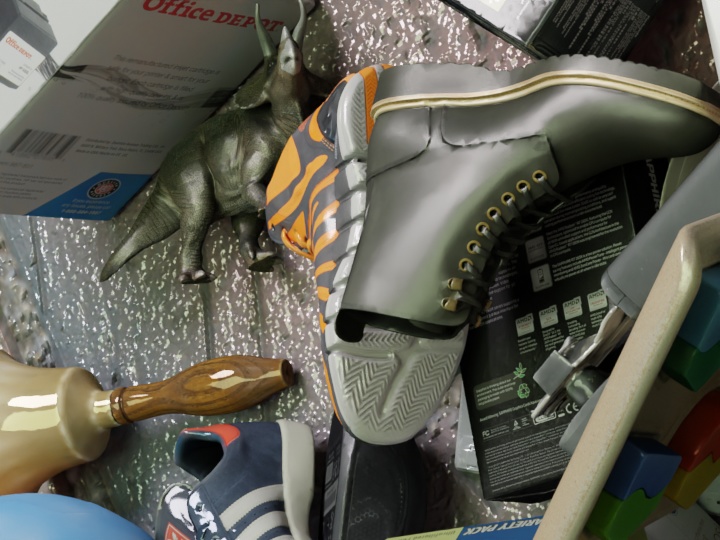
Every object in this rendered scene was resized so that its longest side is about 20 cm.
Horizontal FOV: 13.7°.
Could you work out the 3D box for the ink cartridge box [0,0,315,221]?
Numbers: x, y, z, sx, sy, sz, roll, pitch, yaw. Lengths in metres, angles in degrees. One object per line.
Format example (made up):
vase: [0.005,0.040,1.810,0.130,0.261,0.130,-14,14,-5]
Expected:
ink cartridge box: [-0.147,-0.123,1.677,0.200,0.145,0.084,-44,62,28]

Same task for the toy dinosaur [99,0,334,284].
toy dinosaur: [-0.069,-0.053,1.671,0.200,0.077,0.102,-39,52,37]

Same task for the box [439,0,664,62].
box: [0.099,-0.217,1.496,0.164,0.086,0.200,35,94,34]

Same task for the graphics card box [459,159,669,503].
graphics card box: [0.106,0.009,1.525,0.125,0.051,0.200,-22,70,35]

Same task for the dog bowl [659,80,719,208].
dog bowl: [0.240,-0.017,1.420,0.200,0.059,0.200,-1,88,38]

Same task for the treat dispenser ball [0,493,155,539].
treat dispenser ball: [-0.182,0.223,1.652,0.201,0.201,0.201,-2,87,38]

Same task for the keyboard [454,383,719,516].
keyboard: [0.130,0.088,1.535,0.200,0.011,0.056,7,87,38]

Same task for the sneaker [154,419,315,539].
sneaker: [-0.067,0.156,1.584,0.200,0.084,0.075,-97,16,-53]

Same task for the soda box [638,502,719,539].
soda box: [0.097,0.187,1.506,0.068,0.064,0.200,45,119,-6]

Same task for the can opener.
can opener: [0.151,0.013,1.416,0.067,0.053,0.200,45,122,10]

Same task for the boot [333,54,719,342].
boot: [0.082,-0.027,1.448,0.200,0.077,0.138,-2,69,42]

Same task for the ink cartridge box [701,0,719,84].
ink cartridge box: [0.229,-0.055,1.301,0.085,0.146,0.200,-16,78,35]

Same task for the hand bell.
hand bell: [-0.128,0.075,1.708,0.200,0.104,0.104,-12,80,24]

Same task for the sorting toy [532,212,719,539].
sorting toy: [0.148,0.051,1.331,0.036,0.200,0.185,30,113,17]

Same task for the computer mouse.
computer mouse: [0.004,0.161,1.586,0.053,0.138,0.200,7,82,-5]

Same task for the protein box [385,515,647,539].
protein box: [0.073,0.248,1.391,0.135,0.200,0.199,-11,111,22]

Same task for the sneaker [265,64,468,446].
sneaker: [0.000,0.000,1.563,0.112,0.078,0.200,151,125,-62]
